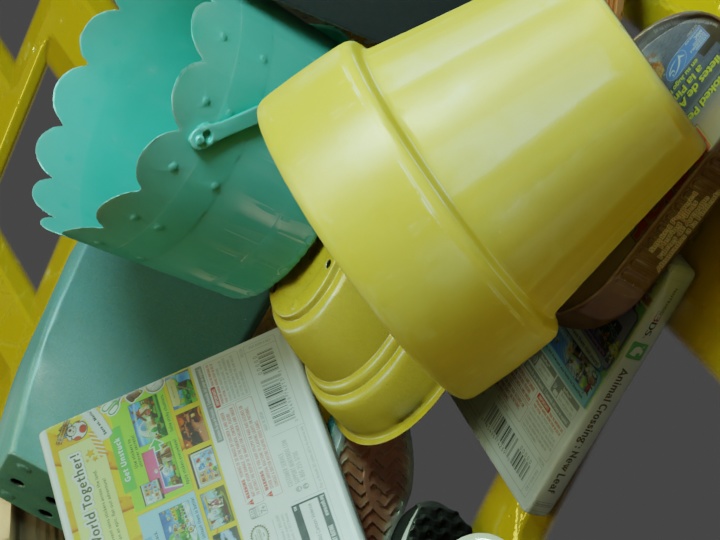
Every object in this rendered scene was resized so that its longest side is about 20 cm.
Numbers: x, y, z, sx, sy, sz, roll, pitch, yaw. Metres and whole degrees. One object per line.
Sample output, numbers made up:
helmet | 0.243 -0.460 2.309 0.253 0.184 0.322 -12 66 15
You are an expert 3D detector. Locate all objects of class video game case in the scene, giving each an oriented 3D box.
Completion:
video game case | 0.110 0.018 1.420 0.183 0.022 0.200 -61 35 23
video game case | -0.099 0.148 1.468 0.181 0.023 0.201 -24 53 3

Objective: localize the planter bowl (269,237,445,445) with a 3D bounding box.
planter bowl | 0.000 0.000 1.438 0.200 0.083 0.201 -44 34 40

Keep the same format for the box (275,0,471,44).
box | 0.004 -0.233 1.469 0.124 0.199 0.199 -61 25 19

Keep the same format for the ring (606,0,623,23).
ring | 0.101 -0.133 1.456 0.200 0.019 0.201 -47 33 43

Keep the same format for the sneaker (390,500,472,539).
sneaker | 0.026 0.244 1.423 0.090 0.070 0.201 -22 63 48

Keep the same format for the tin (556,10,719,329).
tin | 0.157 -0.055 1.329 0.200 0.042 0.112 -52 35 15

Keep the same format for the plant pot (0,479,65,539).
plant pot | -0.192 0.193 1.712 0.092 0.201 0.202 -3 73 18

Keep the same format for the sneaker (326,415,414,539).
sneaker | -0.021 0.173 1.518 0.080 0.071 0.201 4 84 53

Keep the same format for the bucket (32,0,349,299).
bucket | -0.099 -0.089 1.445 0.207 0.134 0.208 -41 36 39

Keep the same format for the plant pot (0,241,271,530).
plant pot | -0.171 0.079 1.625 0.201 0.141 0.141 -66 7 -28

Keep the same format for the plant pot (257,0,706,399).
plant pot | 0.075 -0.065 1.260 0.189 0.201 0.201 -36 44 8

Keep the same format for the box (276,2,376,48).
box | -0.051 -0.137 1.632 0.101 0.112 0.201 -18 66 52

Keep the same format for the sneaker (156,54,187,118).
sneaker | -0.110 -0.146 1.566 0.200 0.077 0.082 -62 39 38

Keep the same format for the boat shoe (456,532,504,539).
boat shoe | 0.102 0.244 1.336 0.062 0.072 0.201 74 171 -53
